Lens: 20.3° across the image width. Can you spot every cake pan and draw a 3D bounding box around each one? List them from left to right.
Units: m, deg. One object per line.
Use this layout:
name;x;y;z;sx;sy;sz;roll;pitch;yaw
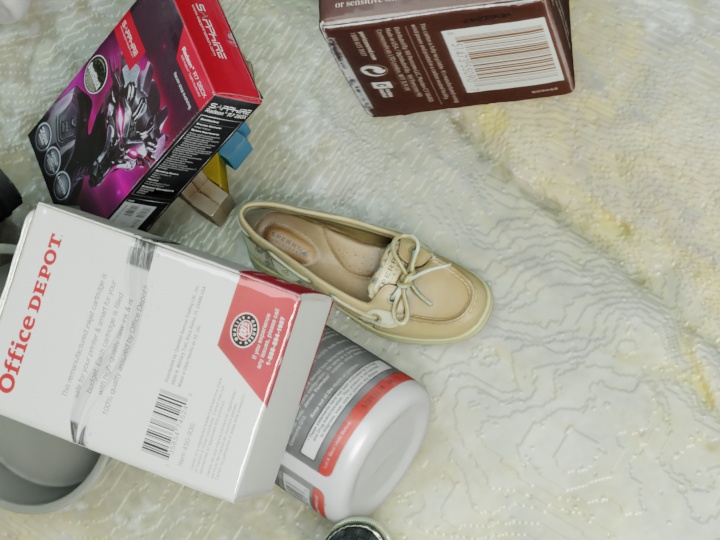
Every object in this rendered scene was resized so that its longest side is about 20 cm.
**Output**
cake pan;-0.244;0.078;1.474;0.200;0.037;0.200;6;102;33

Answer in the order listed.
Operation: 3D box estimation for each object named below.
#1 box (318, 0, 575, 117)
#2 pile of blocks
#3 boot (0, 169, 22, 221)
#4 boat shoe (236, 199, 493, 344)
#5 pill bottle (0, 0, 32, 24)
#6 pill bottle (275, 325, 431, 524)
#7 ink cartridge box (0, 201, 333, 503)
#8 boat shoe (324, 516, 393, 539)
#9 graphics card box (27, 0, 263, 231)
box;0.064;-0.242;1.494;0.164;0.166;0.200;-6;69;12
pile of blocks;-0.125;-0.137;1.559;0.082;0.062;0.200;-17;68;7
boot;-0.337;-0.020;1.501;0.162;0.198;0.073;-42;91;-14
boat shoe;0.000;0.000;1.478;0.200;0.063;0.073;16;75;18
pill bottle;-0.286;-0.312;1.633;0.112;0.112;0.200;18;76;19
pill bottle;-0.059;0.084;1.433;0.200;0.116;0.116;32;80;21
ink cartridge box;-0.139;0.053;1.350;0.200;0.083;0.147;20;94;16
boat shoe;-0.006;0.270;1.353;0.074;0.066;0.200;7;92;7
graphics card box;-0.166;-0.114;1.509;0.200;0.051;0.126;-45;56;34
